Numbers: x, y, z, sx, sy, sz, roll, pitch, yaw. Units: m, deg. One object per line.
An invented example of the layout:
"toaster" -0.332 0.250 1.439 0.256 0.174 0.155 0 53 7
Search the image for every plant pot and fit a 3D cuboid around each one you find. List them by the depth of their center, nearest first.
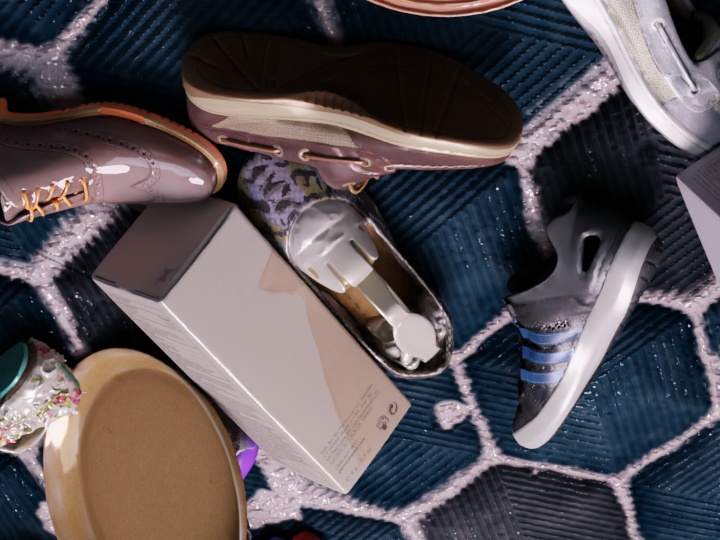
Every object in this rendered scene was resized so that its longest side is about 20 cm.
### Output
"plant pot" -0.144 0.151 1.100 0.027 0.201 0.200 -13 151 -49

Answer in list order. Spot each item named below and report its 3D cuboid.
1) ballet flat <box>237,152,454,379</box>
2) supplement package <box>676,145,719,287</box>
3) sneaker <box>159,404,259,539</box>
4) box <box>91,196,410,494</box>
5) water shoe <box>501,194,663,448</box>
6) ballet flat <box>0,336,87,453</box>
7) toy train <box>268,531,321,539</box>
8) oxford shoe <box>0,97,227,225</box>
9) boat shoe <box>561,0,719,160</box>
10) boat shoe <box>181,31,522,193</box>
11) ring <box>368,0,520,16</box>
"ballet flat" 0.000 0.000 1.006 0.072 0.072 0.201 -25 127 23
"supplement package" 0.311 -0.019 0.880 0.199 0.151 0.152 -33 127 -1
"sneaker" -0.114 0.171 1.173 0.099 0.070 0.200 24 132 -28
"box" -0.067 0.045 1.021 0.095 0.078 0.200 17 153 51
"water shoe" 0.129 0.031 1.046 0.078 0.072 0.201 32 132 11
"ballet flat" -0.270 0.117 1.124 0.199 0.076 0.064 -31 131 29
"toy train" -0.010 0.300 1.244 0.199 0.116 0.084 36 125 -26
"oxford shoe" -0.179 -0.054 0.954 0.197 0.073 0.072 5 140 6
"boat shoe" 0.166 -0.138 0.878 0.064 0.075 0.202 -27 119 30
"boat shoe" -0.006 -0.085 0.937 0.197 0.073 0.072 7 140 1
"ring" 0.041 -0.227 0.805 0.198 0.019 0.203 4 115 8
